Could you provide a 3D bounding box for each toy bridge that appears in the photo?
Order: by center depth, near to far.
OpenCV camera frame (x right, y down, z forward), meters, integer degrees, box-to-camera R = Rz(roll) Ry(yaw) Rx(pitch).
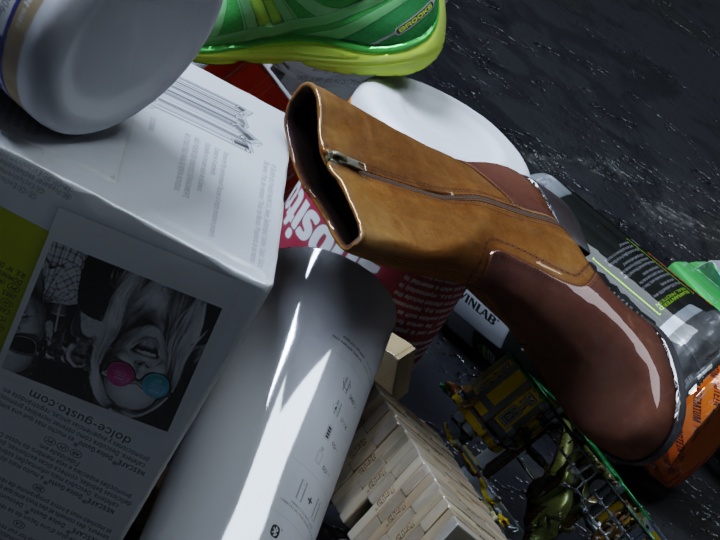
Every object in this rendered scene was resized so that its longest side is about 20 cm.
[{"bbox_3d":[-0.042,0.097,1.413,0.027,0.067,0.200,31,39,28],"label":"toy bridge"}]

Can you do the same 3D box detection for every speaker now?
[{"bbox_3d":[-0.045,0.085,1.316,0.081,0.081,0.200,29,52,-10],"label":"speaker"}]

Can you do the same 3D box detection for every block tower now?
[{"bbox_3d":[0.026,0.118,1.308,0.058,0.054,0.200,40,6,-24],"label":"block tower"}]

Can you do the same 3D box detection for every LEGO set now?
[{"bbox_3d":[0.093,0.151,1.423,0.200,0.116,0.154,52,4,11],"label":"LEGO set"}]

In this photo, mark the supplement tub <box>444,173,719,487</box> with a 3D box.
[{"bbox_3d":[0.154,0.041,1.742,0.200,0.123,0.122,41,23,20],"label":"supplement tub"}]

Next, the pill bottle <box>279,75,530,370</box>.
[{"bbox_3d":[0.000,0.000,1.511,0.113,0.200,0.113,27,22,-12],"label":"pill bottle"}]

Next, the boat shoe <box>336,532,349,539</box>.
[{"bbox_3d":[0.036,0.192,1.339,0.072,0.076,0.200,15,18,-27],"label":"boat shoe"}]

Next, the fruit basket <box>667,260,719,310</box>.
[{"bbox_3d":[0.286,0.079,1.885,0.200,0.094,0.185,48,26,26],"label":"fruit basket"}]

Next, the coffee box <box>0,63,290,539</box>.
[{"bbox_3d":[-0.167,-0.003,1.292,0.200,0.198,0.200,27,23,-10],"label":"coffee box"}]

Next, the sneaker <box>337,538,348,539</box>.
[{"bbox_3d":[0.018,0.216,1.247,0.076,0.077,0.200,39,11,-41],"label":"sneaker"}]

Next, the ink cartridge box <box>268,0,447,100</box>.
[{"bbox_3d":[-0.043,-0.144,1.758,0.086,0.200,0.146,44,24,26],"label":"ink cartridge box"}]

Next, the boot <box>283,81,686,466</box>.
[{"bbox_3d":[0.064,0.002,1.329,0.200,0.068,0.189,23,39,-48],"label":"boot"}]

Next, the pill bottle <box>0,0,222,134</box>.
[{"bbox_3d":[-0.164,-0.162,1.215,0.200,0.116,0.116,42,24,24],"label":"pill bottle"}]

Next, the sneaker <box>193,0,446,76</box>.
[{"bbox_3d":[-0.052,-0.155,1.479,0.199,0.084,0.074,3,18,-6],"label":"sneaker"}]

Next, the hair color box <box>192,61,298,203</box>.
[{"bbox_3d":[-0.045,-0.059,1.600,0.200,0.061,0.102,51,2,-33],"label":"hair color box"}]
